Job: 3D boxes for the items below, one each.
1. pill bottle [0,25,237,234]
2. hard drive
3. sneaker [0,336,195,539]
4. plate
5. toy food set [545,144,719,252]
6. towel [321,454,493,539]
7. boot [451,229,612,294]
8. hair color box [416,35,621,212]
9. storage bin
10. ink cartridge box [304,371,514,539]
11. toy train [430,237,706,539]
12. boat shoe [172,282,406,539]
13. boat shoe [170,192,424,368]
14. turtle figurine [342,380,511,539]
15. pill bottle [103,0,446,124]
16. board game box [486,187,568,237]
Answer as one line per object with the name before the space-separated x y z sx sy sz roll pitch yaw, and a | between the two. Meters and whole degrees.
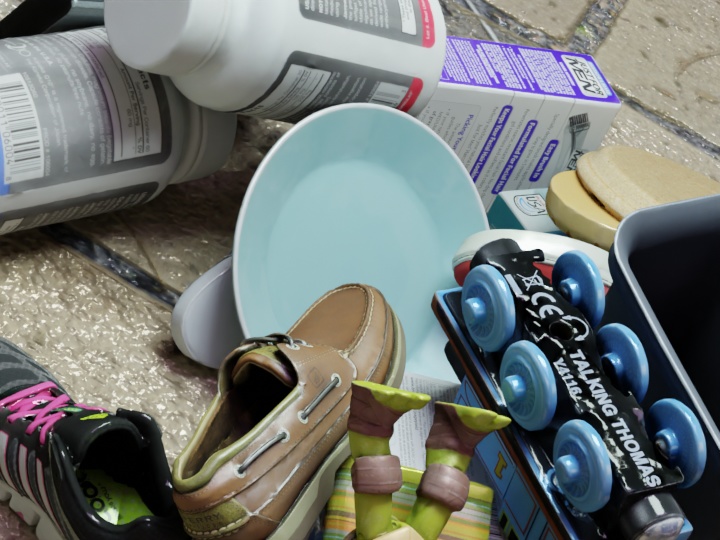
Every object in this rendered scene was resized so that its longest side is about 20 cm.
pill bottle | -0.179 -0.088 1.115 0.199 0.114 0.114 -14 54 -42
hard drive | -0.128 -0.163 1.220 0.199 0.139 0.033 -2 81 -32
sneaker | -0.148 0.092 0.949 0.074 0.088 0.200 -18 56 -42
plate | 0.000 0.000 1.110 0.199 0.026 0.201 1 88 -38
toy food set | 0.226 -0.019 1.218 0.198 0.049 0.200 33 19 15
towel | 0.011 0.194 0.914 0.086 0.018 0.201 15 67 -10
boot | 0.135 0.068 1.125 0.199 0.072 0.145 24 68 -15
hair color box | 0.068 -0.101 1.280 0.199 0.110 0.065 5 41 -26
storage bin | 0.207 0.076 1.021 0.145 0.134 0.201 -11 61 -26
ink cartridge box | 0.054 0.135 1.027 0.199 0.077 0.137 13 41 -15
toy train | 0.103 0.078 0.970 0.086 0.115 0.200 -9 50 -27
boat shoe | -0.034 0.063 0.939 0.068 0.072 0.200 57 35 -26
boat shoe | -0.045 -0.002 1.140 0.200 0.072 0.068 -31 30 -33
turtle figurine | 0.024 0.143 0.890 0.199 0.064 0.162 15 83 -16
pill bottle | -0.051 -0.146 1.104 0.199 0.111 0.111 6 40 -46
board game box | 0.201 0.005 1.288 0.199 0.047 0.151 -7 49 -35
